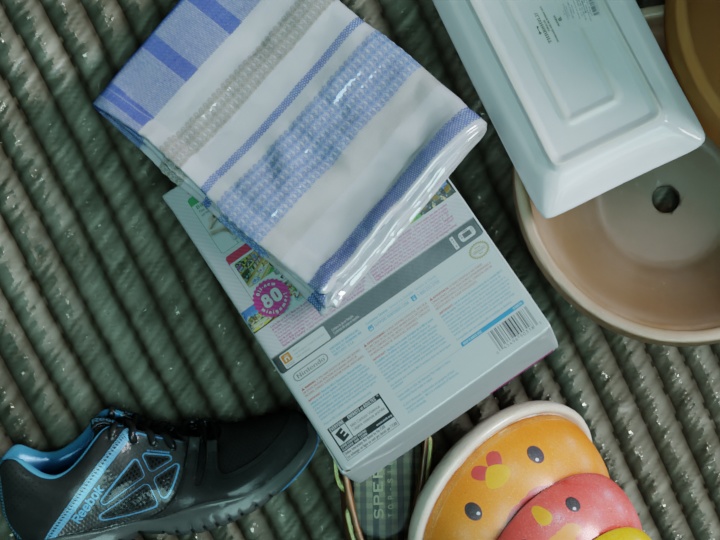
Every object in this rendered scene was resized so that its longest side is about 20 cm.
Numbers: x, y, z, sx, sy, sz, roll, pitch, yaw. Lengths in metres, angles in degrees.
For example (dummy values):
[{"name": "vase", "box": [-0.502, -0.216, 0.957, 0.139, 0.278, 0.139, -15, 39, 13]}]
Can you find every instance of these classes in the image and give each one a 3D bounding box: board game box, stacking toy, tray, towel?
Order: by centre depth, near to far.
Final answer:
[{"name": "towel", "box": [-0.042, -0.089, 1.396, 0.200, 0.024, 0.147, 41, 87, 16]}, {"name": "tray", "box": [0.111, -0.139, 1.403, 0.107, 0.022, 0.200, -25, 71, 1]}, {"name": "board game box", "box": [0.000, 0.000, 1.413, 0.147, 0.064, 0.200, -34, 75, 2]}, {"name": "stacking toy", "box": [0.138, 0.183, 1.442, 0.146, 0.200, 0.146, -25, 133, -30]}]

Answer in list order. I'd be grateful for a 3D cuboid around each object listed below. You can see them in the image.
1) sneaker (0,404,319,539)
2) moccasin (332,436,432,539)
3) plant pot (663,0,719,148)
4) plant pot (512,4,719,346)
[{"name": "sneaker", "box": [-0.124, 0.119, 1.470, 0.199, 0.073, 0.082, -20, 105, -3]}, {"name": "moccasin", "box": [0.010, 0.084, 1.476, 0.073, 0.078, 0.202, 3, 103, -6]}, {"name": "plant pot", "box": [0.274, -0.154, 1.341, 0.199, 0.140, 0.201, 0, 80, 2]}, {"name": "plant pot", "box": [0.189, -0.051, 1.442, 0.200, 0.093, 0.202, 0, 81, 1]}]
